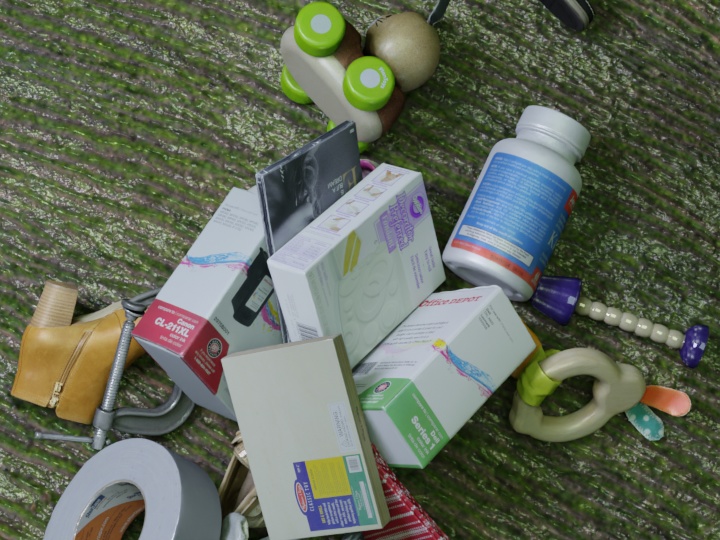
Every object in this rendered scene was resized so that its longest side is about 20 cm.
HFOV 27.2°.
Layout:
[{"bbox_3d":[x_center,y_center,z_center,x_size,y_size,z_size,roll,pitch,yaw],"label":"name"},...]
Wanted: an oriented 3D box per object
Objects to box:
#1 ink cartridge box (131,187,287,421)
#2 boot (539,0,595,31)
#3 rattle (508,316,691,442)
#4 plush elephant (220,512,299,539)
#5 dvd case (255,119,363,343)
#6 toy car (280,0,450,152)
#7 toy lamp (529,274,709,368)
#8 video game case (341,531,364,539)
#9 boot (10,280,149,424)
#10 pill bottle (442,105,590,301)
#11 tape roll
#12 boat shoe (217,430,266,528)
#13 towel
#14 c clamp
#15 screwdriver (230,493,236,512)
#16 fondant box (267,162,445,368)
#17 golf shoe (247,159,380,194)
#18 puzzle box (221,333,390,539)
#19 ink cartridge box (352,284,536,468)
[{"bbox_3d":[-0.129,0.036,1.581,0.082,0.146,0.201,18,66,37],"label":"ink cartridge box"},{"bbox_3d":[0.250,-0.394,1.735,0.150,0.073,0.201,-33,78,-7],"label":"boot"},{"bbox_3d":[0.251,0.116,1.668,0.198,0.143,0.131,-4,113,-18],"label":"rattle"},{"bbox_3d":[-0.121,0.346,1.552,0.199,0.155,0.166,21,81,2],"label":"plush elephant"},{"bbox_3d":[-0.043,-0.039,1.578,0.016,0.201,0.148,16,36,36],"label":"dvd case"},{"bbox_3d":[0.026,-0.254,1.664,0.200,0.164,0.158,-40,84,-17],"label":"toy car"},{"bbox_3d":[0.287,0.053,1.665,0.199,0.058,0.059,18,80,2],"label":"toy lamp"},{"bbox_3d":[-0.045,0.380,1.532,0.019,0.143,0.200,22,59,27],"label":"video game case"},{"bbox_3d":[-0.275,0.101,1.644,0.200,0.071,0.145,14,96,-12],"label":"boot"},{"bbox_3d":[0.180,-0.077,1.656,0.112,0.112,0.201,26,82,3],"label":"pill bottle"},{"bbox_3d":[-0.240,0.278,1.546,0.199,0.066,0.201,-22,49,28],"label":"tape roll"},{"bbox_3d":[-0.100,0.192,1.571,0.071,0.064,0.201,41,119,41],"label":"boat shoe"},{"bbox_3d":[0.031,0.271,1.567,0.200,0.144,0.022,50,53,-7],"label":"towel"},{"bbox_3d":[-0.237,0.104,1.590,0.170,0.027,0.201,15,99,-36],"label":"c clamp"},{"bbox_3d":[-0.131,0.197,1.646,0.029,0.028,0.201,13,82,31],"label":"screwdriver"},{"bbox_3d":[0.000,0.000,1.587,0.058,0.145,0.200,15,44,38],"label":"fondant box"},{"bbox_3d":[-0.064,-0.083,1.661,0.199,0.092,0.076,-20,83,-4],"label":"golf shoe"},{"bbox_3d":[-0.056,0.171,1.502,0.132,0.025,0.201,-11,98,25],"label":"puzzle box"},{"bbox_3d":[0.067,0.112,1.568,0.200,0.144,0.084,-43,108,-28],"label":"ink cartridge box"}]
